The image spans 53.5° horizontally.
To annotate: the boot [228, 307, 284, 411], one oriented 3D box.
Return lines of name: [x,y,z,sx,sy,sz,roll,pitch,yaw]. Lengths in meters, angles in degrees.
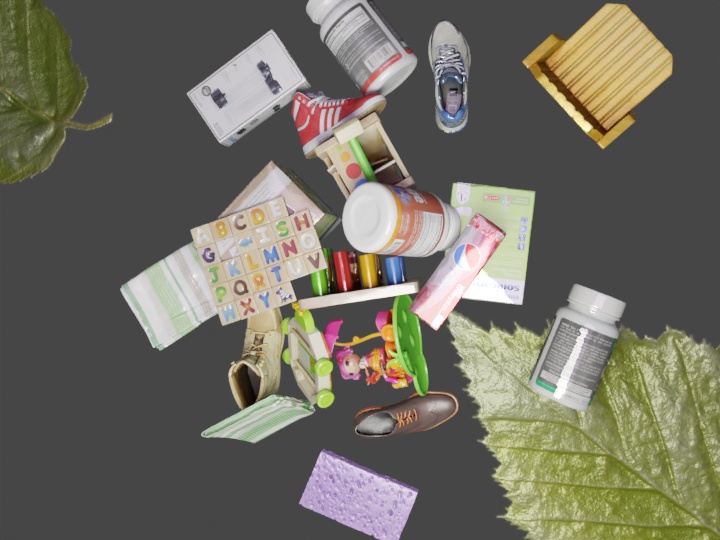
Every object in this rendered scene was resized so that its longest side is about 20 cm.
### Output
boot: [-0.189,0.145,1.292,0.072,0.155,0.201,2,91,7]

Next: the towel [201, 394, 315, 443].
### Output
towel: [-0.173,0.268,1.276,0.152,0.200,0.023,-28,70,6]

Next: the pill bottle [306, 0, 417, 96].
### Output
pill bottle: [0.000,-0.415,1.274,0.116,0.116,0.200,-37,87,6]

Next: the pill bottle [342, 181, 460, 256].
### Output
pill bottle: [0.075,-0.080,1.181,0.112,0.199,0.113,-3,86,43]

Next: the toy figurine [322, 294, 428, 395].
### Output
toy figurine: [0.012,0.149,1.305,0.183,0.150,0.201,-10,115,20]

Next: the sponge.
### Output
sponge: [-0.003,0.426,1.345,0.199,0.030,0.112,22,94,6]

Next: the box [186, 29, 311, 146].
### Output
box: [-0.205,-0.336,1.327,0.200,0.060,0.117,-36,88,7]

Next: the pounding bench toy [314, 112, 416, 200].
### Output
pounding bench toy: [0.013,-0.172,1.238,0.124,0.200,0.157,-30,88,6]

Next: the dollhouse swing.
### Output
dollhouse swing: [0.418,-0.345,1.212,0.176,0.182,0.200,-42,86,26]

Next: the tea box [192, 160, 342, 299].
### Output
tea box: [-0.157,-0.069,1.262,0.134,0.197,0.200,44,95,3]

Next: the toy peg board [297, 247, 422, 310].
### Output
toy peg board: [0.000,0.000,1.245,0.198,0.200,0.098,-9,91,7]

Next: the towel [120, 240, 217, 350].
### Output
towel: [-0.347,0.042,1.370,0.199,0.031,0.150,-32,89,6]

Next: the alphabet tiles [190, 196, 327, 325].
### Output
alphabet tiles: [-0.161,-0.020,1.161,0.199,0.008,0.168,-19,90,8]

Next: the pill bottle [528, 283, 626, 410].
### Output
pill bottle: [0.382,0.132,1.251,0.113,0.113,0.201,22,95,5]

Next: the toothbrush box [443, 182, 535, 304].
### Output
toothbrush box: [0.225,-0.048,1.276,0.145,0.086,0.201,6,92,7]

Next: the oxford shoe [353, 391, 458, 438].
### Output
oxford shoe: [0.084,0.272,1.308,0.199,0.073,0.072,-17,89,6]

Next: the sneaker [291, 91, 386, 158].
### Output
sneaker: [-0.048,-0.293,1.276,0.199,0.071,0.113,-27,84,37]

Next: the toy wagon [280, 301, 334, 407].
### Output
toy wagon: [-0.094,0.142,1.269,0.039,0.155,0.201,-16,124,-25]

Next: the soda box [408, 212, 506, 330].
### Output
soda box: [0.164,0.002,1.208,0.063,0.070,0.200,37,98,8]

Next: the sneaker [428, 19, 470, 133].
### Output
sneaker: [0.164,-0.352,1.273,0.077,0.085,0.201,-7,90,6]
